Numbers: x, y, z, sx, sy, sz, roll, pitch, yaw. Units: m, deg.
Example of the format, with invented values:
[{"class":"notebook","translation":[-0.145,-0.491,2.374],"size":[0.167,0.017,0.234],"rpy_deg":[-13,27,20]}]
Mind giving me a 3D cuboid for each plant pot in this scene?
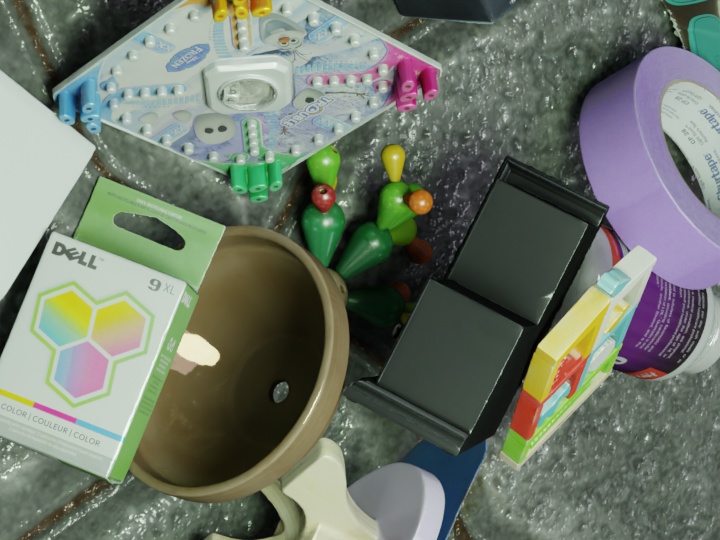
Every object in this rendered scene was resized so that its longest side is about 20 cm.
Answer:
[{"class":"plant pot","translation":[-0.082,0.075,1.445],"size":[0.093,0.201,0.201],"rpy_deg":[32,78,-53]}]

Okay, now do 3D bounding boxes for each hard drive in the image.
[{"class":"hard drive","translation":[-0.287,-0.086,1.355],"size":[0.200,0.027,0.132],"rpy_deg":[40,73,-35]}]

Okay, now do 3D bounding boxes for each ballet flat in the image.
[{"class":"ballet flat","translation":[0.303,-0.239,1.771],"size":[0.072,0.072,0.200],"rpy_deg":[-32,118,-29]}]

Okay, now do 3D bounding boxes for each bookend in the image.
[{"class":"bookend","translation":[0.088,0.020,1.452],"size":[0.199,0.092,0.200],"rpy_deg":[-64,170,6]}]

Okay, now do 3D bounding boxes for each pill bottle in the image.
[{"class":"pill bottle","translation":[0.225,0.029,1.718],"size":[0.200,0.112,0.113],"rpy_deg":[20,86,-38]}]

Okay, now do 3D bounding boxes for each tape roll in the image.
[{"class":"tape roll","translation":[0.276,-0.087,1.706],"size":[0.200,0.066,0.200],"rpy_deg":[25,50,-34]}]

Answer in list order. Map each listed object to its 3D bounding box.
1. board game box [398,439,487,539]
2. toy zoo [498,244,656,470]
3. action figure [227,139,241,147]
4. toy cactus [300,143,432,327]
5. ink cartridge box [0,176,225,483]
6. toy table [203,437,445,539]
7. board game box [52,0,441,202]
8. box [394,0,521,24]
[{"class":"board game box","translation":[0.049,0.211,1.570],"size":[0.039,0.158,0.200],"rpy_deg":[35,64,-17]},{"class":"toy zoo","translation":[0.170,0.061,1.559],"size":[0.131,0.020,0.200],"rpy_deg":[-42,160,-29]},{"class":"action figure","translation":[-0.072,-0.188,1.493],"size":[0.065,0.052,0.200],"rpy_deg":[15,91,-41]},{"class":"toy cactus","translation":[0.000,0.000,1.562],"size":[0.165,0.102,0.200],"rpy_deg":[-44,132,-12]},{"class":"ink cartridge box","translation":[-0.181,0.037,1.406],"size":[0.059,0.104,0.200],"rpy_deg":[66,46,-79]},{"class":"toy table","translation":[-0.043,0.206,1.515],"size":[0.117,0.184,0.200],"rpy_deg":[28,114,-28]},{"class":"board game box","translation":[-0.078,-0.123,1.403],"size":[0.200,0.200,0.026],"rpy_deg":[22,51,-40]},{"class":"box","translation":[0.094,-0.327,1.551],"size":[0.197,0.117,0.200],"rpy_deg":[-41,122,-25]}]
